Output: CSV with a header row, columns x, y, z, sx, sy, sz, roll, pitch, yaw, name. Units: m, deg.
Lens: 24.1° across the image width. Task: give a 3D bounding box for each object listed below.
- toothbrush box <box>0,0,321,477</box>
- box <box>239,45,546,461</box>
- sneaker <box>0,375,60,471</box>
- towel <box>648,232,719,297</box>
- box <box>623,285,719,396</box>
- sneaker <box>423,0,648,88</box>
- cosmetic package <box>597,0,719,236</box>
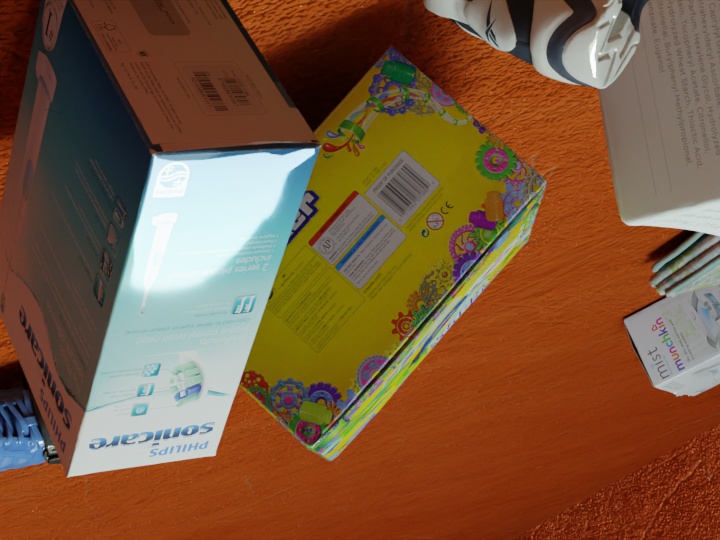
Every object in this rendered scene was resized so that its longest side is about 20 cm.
x,y,z,sx,sy,sz,roll,pitch,yaw,name
-0.108,-0.024,0.807,0.085,0.147,0.201,-4,133,-31,toothbrush box
0.000,0.000,1.023,0.200,0.122,0.193,-48,172,-5,box
-0.264,0.110,1.242,0.110,0.077,0.200,-16,167,-2,sneaker
0.411,-0.042,1.741,0.170,0.048,0.200,-11,160,-44,towel
0.435,0.071,2.027,0.176,0.097,0.200,-29,163,20,box
0.102,-0.176,0.864,0.200,0.129,0.080,-56,154,-32,sneaker
0.265,-0.122,1.005,0.199,0.166,0.164,-14,170,36,cosmetic package
